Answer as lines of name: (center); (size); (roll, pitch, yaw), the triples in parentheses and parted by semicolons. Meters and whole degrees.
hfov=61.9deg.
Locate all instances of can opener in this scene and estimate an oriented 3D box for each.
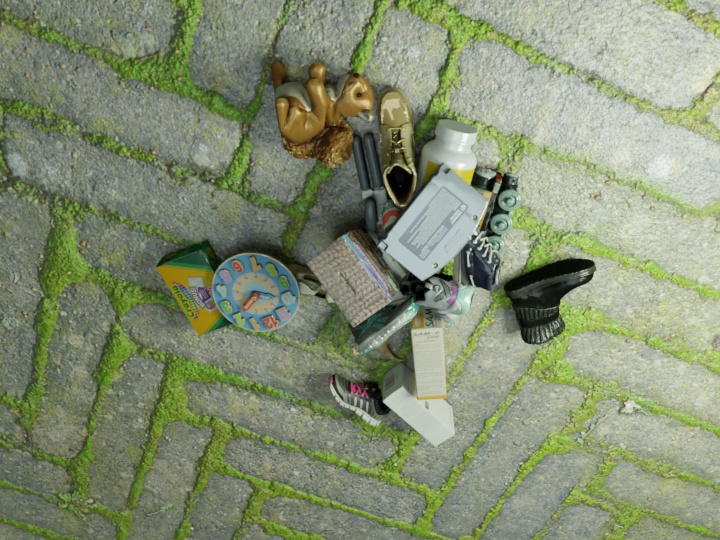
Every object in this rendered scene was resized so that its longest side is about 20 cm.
can opener: (0.022, -0.182, 1.247); (0.052, 0.067, 0.201); (-8, 113, 9)

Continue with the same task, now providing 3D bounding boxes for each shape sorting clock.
shape sorting clock: (-0.232, 0.051, 1.332); (0.199, 0.039, 0.201); (1, 121, 2)

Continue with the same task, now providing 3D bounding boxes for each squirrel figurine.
squirrel figurine: (-0.066, -0.301, 1.163); (0.185, 0.142, 0.201); (-9, 133, -4)

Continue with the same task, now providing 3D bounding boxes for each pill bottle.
pill bottle: (0.167, -0.192, 1.203); (0.111, 0.112, 0.201); (12, 119, -4)

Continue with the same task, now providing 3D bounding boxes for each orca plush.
orca plush: (0.135, 0.019, 1.342); (0.199, 0.105, 0.072); (-19, 79, 34)

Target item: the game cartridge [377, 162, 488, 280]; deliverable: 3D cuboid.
game cartridge: (0.143, -0.086, 1.149); (0.133, 0.042, 0.200); (38, 99, -12)

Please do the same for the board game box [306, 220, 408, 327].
board game box: (0.000, 0.000, 1.245); (0.097, 0.200, 0.160); (-36, 92, 20)

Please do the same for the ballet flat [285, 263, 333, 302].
ballet flat: (-0.088, 0.039, 1.368); (0.199, 0.071, 0.071); (17, 118, -7)

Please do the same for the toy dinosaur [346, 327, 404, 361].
toy dinosaur: (0.031, 0.170, 1.438); (0.101, 0.058, 0.201); (-21, 116, 12)

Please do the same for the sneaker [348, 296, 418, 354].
sneaker: (0.045, 0.106, 1.340); (0.200, 0.077, 0.091); (-41, 76, 31)

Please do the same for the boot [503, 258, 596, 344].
boot: (0.441, 0.071, 1.349); (0.210, 0.080, 0.158); (-20, 109, 25)

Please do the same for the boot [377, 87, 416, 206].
boot: (0.070, -0.239, 1.157); (0.072, 0.156, 0.201); (-3, 118, 5)

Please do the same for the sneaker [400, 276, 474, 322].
sneaker: (0.149, 0.049, 1.252); (0.139, 0.200, 0.078); (17, 75, 1)

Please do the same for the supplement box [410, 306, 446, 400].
supplement box: (0.158, 0.184, 1.401); (0.073, 0.126, 0.201); (-4, 119, 6)

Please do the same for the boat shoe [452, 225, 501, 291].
boat shoe: (0.240, -0.052, 1.207); (0.092, 0.075, 0.201); (18, 129, 32)

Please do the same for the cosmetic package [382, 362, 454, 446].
cosmetic package: (0.145, 0.334, 1.498); (0.200, 0.102, 0.074); (41, 114, -19)

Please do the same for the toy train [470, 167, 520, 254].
toy train: (0.263, -0.117, 1.261); (0.113, 0.085, 0.201); (16, 118, 5)

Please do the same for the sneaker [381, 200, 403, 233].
sneaker: (0.094, -0.083, 1.271); (0.070, 0.094, 0.200); (-20, 157, 14)

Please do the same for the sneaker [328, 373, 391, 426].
sneaker: (0.005, 0.312, 1.509); (0.087, 0.074, 0.200); (-39, 115, 21)

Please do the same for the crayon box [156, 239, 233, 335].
crayon box: (-0.364, 0.042, 1.386); (0.118, 0.058, 0.201); (-19, 116, 12)
